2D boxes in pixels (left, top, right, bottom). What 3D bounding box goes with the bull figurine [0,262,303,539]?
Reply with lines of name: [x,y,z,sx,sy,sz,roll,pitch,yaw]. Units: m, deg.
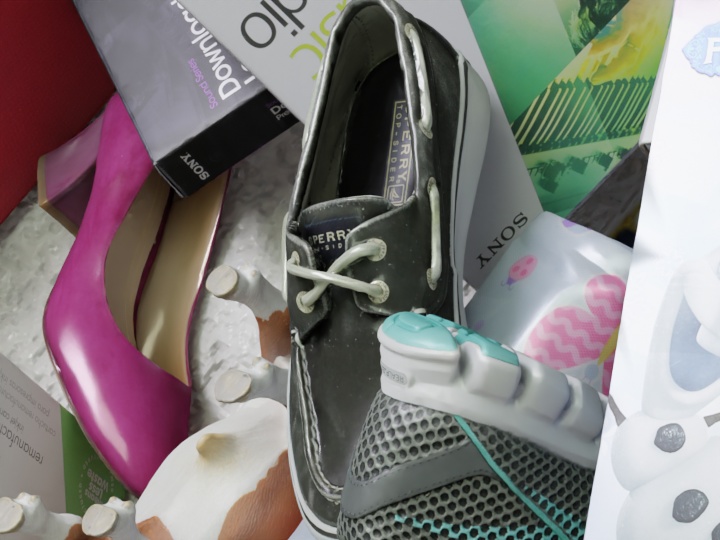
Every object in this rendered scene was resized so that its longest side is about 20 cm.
bull figurine: [-0.062,0.096,0.892,0.065,0.121,0.200,26,70,38]

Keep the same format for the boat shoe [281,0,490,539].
boat shoe: [0.000,0.000,0.835,0.071,0.064,0.201,-10,60,27]

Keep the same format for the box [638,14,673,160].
box: [0.204,-0.094,0.776,0.199,0.041,0.156,4,67,30]

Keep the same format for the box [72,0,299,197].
box: [-0.023,-0.139,0.989,0.200,0.036,0.143,-35,56,7]

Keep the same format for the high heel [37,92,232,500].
high heel: [-0.077,-0.002,0.979,0.096,0.067,0.200,-31,51,17]

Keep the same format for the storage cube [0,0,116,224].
storage cube: [-0.243,-0.097,1.039,0.171,0.200,0.180,28,71,35]

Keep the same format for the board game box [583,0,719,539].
board game box: [0.173,0.017,0.689,0.199,0.043,0.200,3,72,28]

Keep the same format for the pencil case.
pencil case: [0.044,0.076,0.868,0.200,0.091,0.083,-51,35,-9]

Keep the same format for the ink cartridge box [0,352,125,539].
ink cartridge box: [-0.161,0.141,0.908,0.067,0.117,0.201,0,63,27]

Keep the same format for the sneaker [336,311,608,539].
sneaker: [0.073,0.087,0.797,0.091,0.200,0.078,-64,24,0]

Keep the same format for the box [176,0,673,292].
box: [0.027,-0.108,0.916,0.200,0.036,0.144,43,97,0]
